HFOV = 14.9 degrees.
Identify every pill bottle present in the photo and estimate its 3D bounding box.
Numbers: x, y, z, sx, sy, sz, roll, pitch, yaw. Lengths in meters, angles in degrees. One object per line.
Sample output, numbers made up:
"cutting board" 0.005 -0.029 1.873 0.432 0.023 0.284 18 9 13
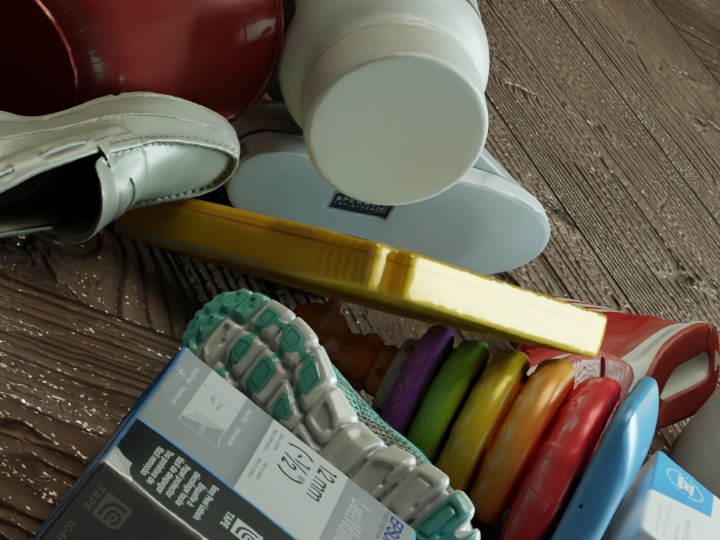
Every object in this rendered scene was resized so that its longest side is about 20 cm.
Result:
"pill bottle" 0.008 -0.131 1.471 0.113 0.113 0.200 29 30 -26

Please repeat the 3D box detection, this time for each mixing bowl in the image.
"mixing bowl" -0.151 -0.136 1.418 0.200 0.200 0.108 41 47 7

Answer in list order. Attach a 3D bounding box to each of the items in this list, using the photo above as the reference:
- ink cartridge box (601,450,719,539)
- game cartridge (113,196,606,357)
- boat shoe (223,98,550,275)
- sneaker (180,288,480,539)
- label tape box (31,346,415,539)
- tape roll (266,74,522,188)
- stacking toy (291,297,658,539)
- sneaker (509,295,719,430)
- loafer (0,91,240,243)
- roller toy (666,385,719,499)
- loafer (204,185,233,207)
"ink cartridge box" 0.209 0.198 1.459 0.200 0.067 0.116 38 20 -3
"game cartridge" 0.000 0.000 1.428 0.200 0.033 0.176 11 -5 43
"boat shoe" 0.015 -0.054 1.524 0.200 0.074 0.065 17 40 -28
"sneaker" -0.012 0.092 1.320 0.200 0.078 0.091 48 1 26
"label tape box" -0.031 0.135 1.175 0.200 0.066 0.143 37 20 -2
"tape roll" 0.014 -0.088 1.664 0.200 0.066 0.200 44 6 -5
"stacking toy" 0.047 0.072 1.431 0.200 0.116 0.110 27 12 8
"sneaker" 0.109 0.067 1.603 0.115 0.079 0.200 13 16 41
"loafer" -0.139 -0.043 1.339 0.200 0.070 0.070 -8 53 -38
"roller toy" 0.285 0.100 1.633 0.140 0.183 0.200 44 20 12
"loafer" -0.093 -0.088 1.546 0.200 0.068 0.070 38 12 -15
